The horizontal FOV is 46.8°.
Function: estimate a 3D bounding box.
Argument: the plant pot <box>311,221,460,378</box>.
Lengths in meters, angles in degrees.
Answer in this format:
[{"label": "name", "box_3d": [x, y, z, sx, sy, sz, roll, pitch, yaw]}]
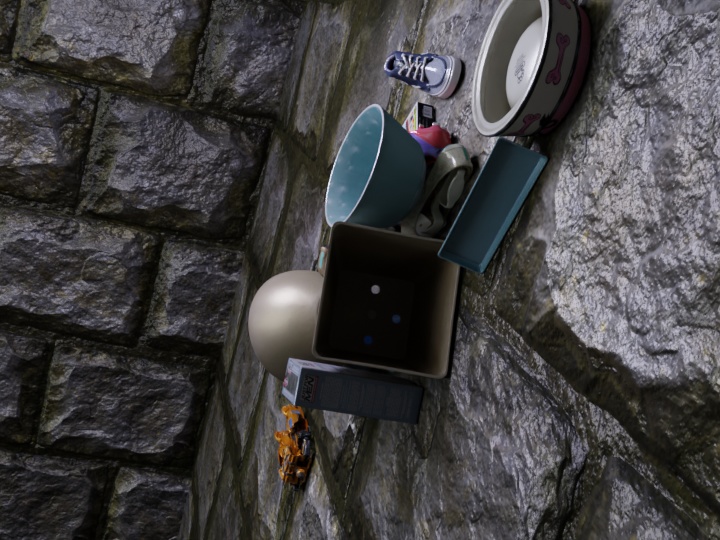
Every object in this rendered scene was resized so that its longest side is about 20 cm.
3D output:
[{"label": "plant pot", "box_3d": [0.029, 0.057, 1.282, 0.177, 0.197, 0.203, 130, 150, -77]}]

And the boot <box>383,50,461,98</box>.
[{"label": "boot", "box_3d": [0.104, -0.348, 1.459, 0.200, 0.089, 0.074, -143, 67, -72]}]

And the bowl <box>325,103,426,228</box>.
[{"label": "bowl", "box_3d": [0.031, -0.147, 1.312, 0.201, 0.104, 0.203, -50, 30, 42]}]

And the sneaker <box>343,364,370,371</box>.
[{"label": "sneaker", "box_3d": [-0.029, 0.176, 1.592, 0.201, 0.069, 0.101, -106, 23, -63]}]

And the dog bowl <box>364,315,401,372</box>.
[{"label": "dog bowl", "box_3d": [0.030, 0.108, 1.470, 0.200, 0.049, 0.113, -151, 74, -73]}]

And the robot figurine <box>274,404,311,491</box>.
[{"label": "robot figurine", "box_3d": [-0.152, 0.399, 1.870, 0.200, 0.057, 0.147, -113, 37, -64]}]

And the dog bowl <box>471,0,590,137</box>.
[{"label": "dog bowl", "box_3d": [0.216, -0.260, 1.051, 0.200, 0.073, 0.203, -168, 90, -73]}]

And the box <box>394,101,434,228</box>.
[{"label": "box", "box_3d": [0.095, -0.185, 1.476, 0.110, 0.034, 0.202, 126, 151, -55]}]

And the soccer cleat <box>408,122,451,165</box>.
[{"label": "soccer cleat", "box_3d": [0.061, -0.198, 1.400, 0.198, 0.066, 0.078, -4, 80, 31]}]

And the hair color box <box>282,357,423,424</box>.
[{"label": "hair color box", "box_3d": [-0.014, 0.187, 1.292, 0.099, 0.197, 0.061, -173, 95, -74]}]

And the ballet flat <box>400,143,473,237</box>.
[{"label": "ballet flat", "box_3d": [0.117, -0.104, 1.299, 0.063, 0.067, 0.201, -114, 36, -43]}]

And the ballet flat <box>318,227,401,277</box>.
[{"label": "ballet flat", "box_3d": [0.005, -0.049, 1.428, 0.067, 0.199, 0.073, 21, 127, 47]}]

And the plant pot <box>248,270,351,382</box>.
[{"label": "plant pot", "box_3d": [-0.074, 0.088, 1.425, 0.134, 0.199, 0.203, -20, 58, 52]}]

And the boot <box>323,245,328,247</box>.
[{"label": "boot", "box_3d": [0.000, 0.000, 1.490, 0.200, 0.130, 0.071, -149, 64, -74]}]

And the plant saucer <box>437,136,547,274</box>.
[{"label": "plant saucer", "box_3d": [0.171, -0.084, 1.095, 0.019, 0.069, 0.201, -72, 5, -52]}]
